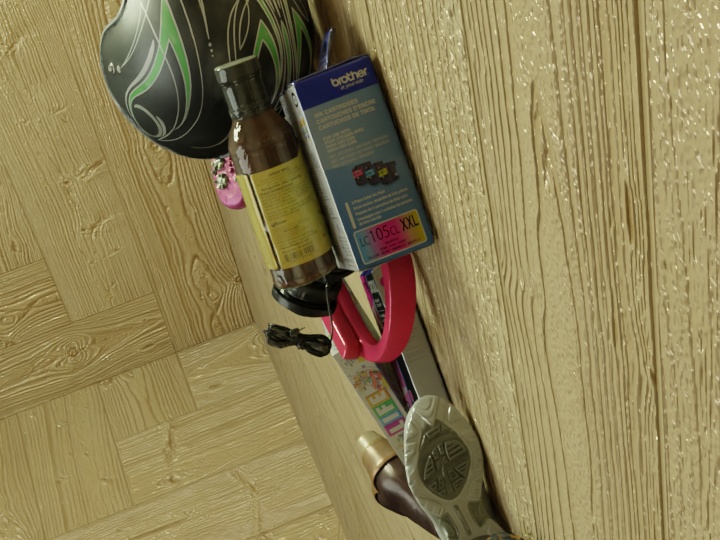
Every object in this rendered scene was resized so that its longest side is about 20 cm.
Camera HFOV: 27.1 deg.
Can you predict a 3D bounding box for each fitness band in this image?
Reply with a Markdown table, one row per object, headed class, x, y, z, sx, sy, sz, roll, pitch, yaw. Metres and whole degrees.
| class | x | y | z | sx | sy | sz | roll | pitch | yaw |
| --- | --- | --- | --- | --- | --- | --- | --- | --- | --- |
| fitness band | 0.000 | 0.000 | 1.454 | 0.201 | 0.037 | 0.145 | 60 | 141 | 44 |

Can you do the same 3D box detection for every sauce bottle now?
| class | x | y | z | sx | sy | sz | roll | pitch | yaw |
| --- | --- | --- | --- | --- | --- | --- | --- | --- | --- |
| sauce bottle | -0.077 | -0.087 | 1.307 | 0.065 | 0.064 | 0.202 | -137 | 29 | -73 |

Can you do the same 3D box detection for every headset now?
| class | x | y | z | sx | sy | sz | roll | pitch | yaw |
| --- | --- | --- | --- | --- | --- | --- | --- | --- | --- |
| headset | -0.052 | -0.005 | 1.415 | 0.124 | 0.093 | 0.202 | 120 | 153 | -45 |

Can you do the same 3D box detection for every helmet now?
| class | x | y | z | sx | sy | sz | roll | pitch | yaw |
| --- | --- | --- | --- | --- | --- | --- | --- | --- | --- |
| helmet | -0.137 | -0.221 | 1.396 | 0.191 | 0.198 | 0.202 | -51 | 54 | 44 |

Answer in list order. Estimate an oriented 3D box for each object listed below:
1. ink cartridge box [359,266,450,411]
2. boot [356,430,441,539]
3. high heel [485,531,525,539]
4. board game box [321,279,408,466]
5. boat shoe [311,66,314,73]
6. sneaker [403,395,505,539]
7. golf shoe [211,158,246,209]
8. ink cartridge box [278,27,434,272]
| class | x | y | z | sx | sy | sz | roll | pitch | yaw |
| --- | --- | --- | --- | --- | --- | --- | --- | --- | --- |
| ink cartridge box | 0.038 | 0.049 | 1.516 | 0.095 | 0.037 | 0.202 | 158 | 94 | -82 |
| boot | 0.076 | 0.275 | 1.690 | 0.166 | 0.072 | 0.200 | 45 | 176 | 38 |
| high heel | 0.144 | 0.334 | 1.303 | 0.142 | 0.070 | 0.203 | -166 | 73 | -74 |
| board game box | 0.015 | 0.109 | 1.598 | 0.201 | 0.034 | 0.135 | 59 | -173 | -35 |
| boat shoe | -0.077 | -0.221 | 1.510 | 0.059 | 0.071 | 0.203 | -5 | 89 | 39 |
| sneaker | 0.087 | 0.213 | 1.435 | 0.099 | 0.077 | 0.202 | -140 | 32 | -82 |
| golf shoe | -0.101 | -0.159 | 1.578 | 0.091 | 0.075 | 0.203 | 19 | -101 | -50 |
| ink cartridge box | -0.012 | -0.106 | 1.298 | 0.136 | 0.076 | 0.202 | -169 | 58 | -81 |
